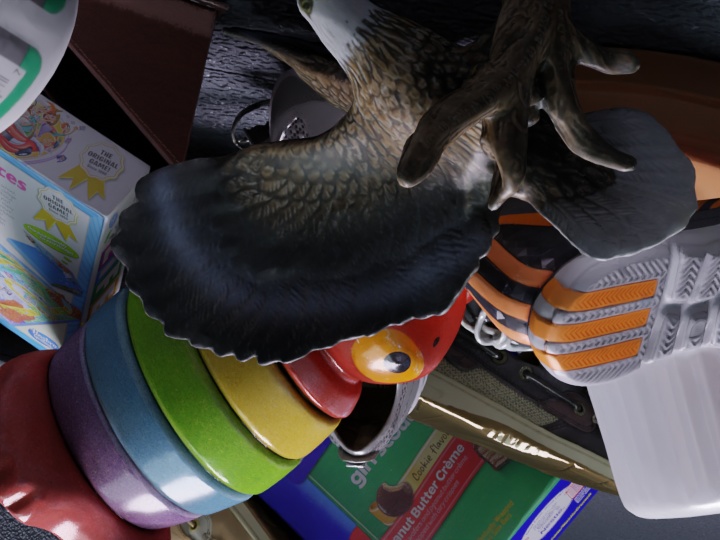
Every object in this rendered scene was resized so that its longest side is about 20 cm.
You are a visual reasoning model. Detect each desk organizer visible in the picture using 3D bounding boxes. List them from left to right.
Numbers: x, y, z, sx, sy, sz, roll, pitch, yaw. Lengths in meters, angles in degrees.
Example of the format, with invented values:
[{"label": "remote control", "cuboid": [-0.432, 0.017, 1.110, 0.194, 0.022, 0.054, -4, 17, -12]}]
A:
[{"label": "desk organizer", "cuboid": [-0.133, -0.073, 0.810, 0.071, 0.077, 0.200, 16, 167, -21]}]

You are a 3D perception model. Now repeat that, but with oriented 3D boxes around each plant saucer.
[{"label": "plant saucer", "cuboid": [0.131, -0.048, 0.790, 0.199, 0.033, 0.200, 10, 167, 2]}]

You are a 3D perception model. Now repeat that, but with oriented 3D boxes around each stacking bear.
[{"label": "stacking bear", "cuboid": [-0.046, 0.039, 0.747, 0.199, 0.114, 0.122, -30, 126, 13]}]

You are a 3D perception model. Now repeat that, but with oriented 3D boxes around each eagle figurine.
[{"label": "eagle figurine", "cuboid": [0.011, -0.054, 0.657, 0.151, 0.152, 0.200, -7, 167, -34]}]

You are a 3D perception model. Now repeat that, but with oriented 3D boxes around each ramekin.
[{"label": "ramekin", "cuboid": [0.210, 0.060, 0.881, 0.199, 0.098, 0.200, -11, 175, -1]}]

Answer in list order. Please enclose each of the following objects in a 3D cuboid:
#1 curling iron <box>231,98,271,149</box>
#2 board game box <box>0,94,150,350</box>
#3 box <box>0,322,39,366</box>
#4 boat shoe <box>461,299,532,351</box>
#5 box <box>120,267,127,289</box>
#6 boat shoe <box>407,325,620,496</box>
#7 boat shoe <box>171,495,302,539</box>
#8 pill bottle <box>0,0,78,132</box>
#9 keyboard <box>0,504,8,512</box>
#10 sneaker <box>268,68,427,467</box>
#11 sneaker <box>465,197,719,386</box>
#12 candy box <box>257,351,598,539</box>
[{"label": "curling iron", "cuboid": [-0.085, -0.009, 0.876, 0.049, 0.200, 0.026, 6, -141, -53]}, {"label": "board game box", "cuboid": [-0.193, -0.052, 0.784, 0.200, 0.034, 0.135, 34, 146, 5]}, {"label": "box", "cuboid": [-0.218, -0.019, 0.893, 0.192, 0.201, 0.048, 16, 127, -17]}, {"label": "boat shoe", "cuboid": [0.072, 0.004, 0.859, 0.073, 0.068, 0.199, 15, -174, -39]}, {"label": "box", "cuboid": [-0.112, 0.030, 0.990, 0.199, 0.049, 0.159, -10, -156, -3]}, {"label": "boat shoe", "cuboid": [0.092, 0.069, 0.948, 0.200, 0.066, 0.072, 23, 169, -18]}, {"label": "boat shoe", "cuboid": [-0.094, 0.153, 1.091, 0.200, 0.066, 0.074, 42, -179, 40]}, {"label": "pill bottle", "cuboid": [-0.192, -0.120, 0.573, 0.113, 0.114, 0.200, 4, 165, 29]}, {"label": "keyboard", "cuboid": [-0.236, 0.042, 1.017, 0.021, 0.201, 0.127, -19, 179, -9]}, {"label": "sneaker", "cuboid": [0.000, 0.000, 0.817, 0.074, 0.082, 0.201, -6, 120, 12]}, {"label": "sneaker", "cuboid": [0.120, -0.018, 0.719, 0.199, 0.078, 0.112, -4, -150, -35]}, {"label": "candy box", "cuboid": [0.029, 0.104, 1.068, 0.200, 0.169, 0.077, 39, 178, 28]}]
